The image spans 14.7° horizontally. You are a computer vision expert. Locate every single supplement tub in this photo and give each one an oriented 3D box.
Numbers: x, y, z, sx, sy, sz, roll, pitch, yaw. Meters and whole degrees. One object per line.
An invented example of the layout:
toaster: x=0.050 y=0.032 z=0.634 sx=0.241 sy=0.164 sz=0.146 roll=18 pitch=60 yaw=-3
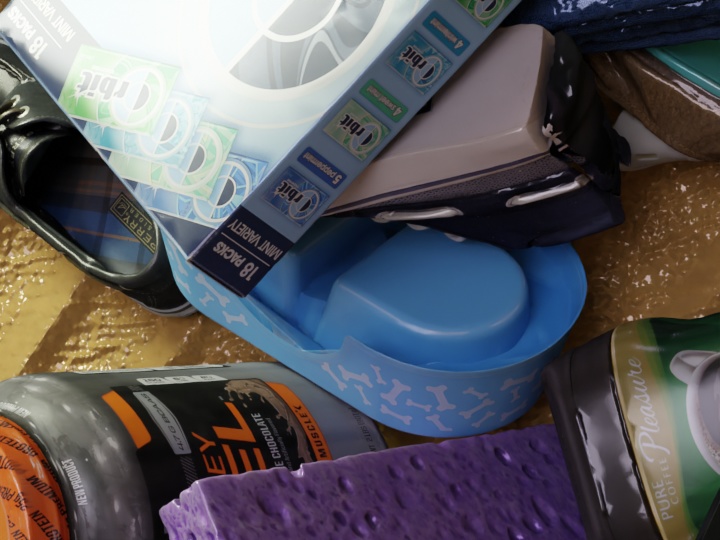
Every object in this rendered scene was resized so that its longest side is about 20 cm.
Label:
supplement tub: x=-0.089 y=0.100 z=1.107 sx=0.122 sy=0.200 sz=0.123 roll=2 pitch=92 yaw=41

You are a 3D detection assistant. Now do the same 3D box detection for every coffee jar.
coffee jar: x=0.173 y=0.051 z=1.071 sx=0.199 sy=0.085 sz=0.105 roll=-19 pitch=79 yaw=20

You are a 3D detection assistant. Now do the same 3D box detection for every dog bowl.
dog bowl: x=0.000 y=0.000 z=1.157 sx=0.200 sy=0.111 sz=0.050 roll=31 pitch=137 yaw=27

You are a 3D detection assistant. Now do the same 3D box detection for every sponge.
sponge: x=0.025 y=0.123 z=1.069 sx=0.030 sy=0.200 sz=0.112 roll=-42 pitch=64 yaw=42

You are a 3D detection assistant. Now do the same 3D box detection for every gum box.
gum box: x=-0.031 y=-0.117 z=1.093 sx=0.200 sy=0.045 sz=0.170 roll=-47 pitch=52 yaw=7

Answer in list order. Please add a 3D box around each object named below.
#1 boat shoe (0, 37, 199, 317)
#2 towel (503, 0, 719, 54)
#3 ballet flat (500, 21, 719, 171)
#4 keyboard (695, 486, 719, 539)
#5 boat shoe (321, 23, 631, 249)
boat shoe: x=-0.139 y=-0.051 z=1.255 sx=0.200 sy=0.057 sz=0.069 roll=38 pitch=96 yaw=27
towel: x=0.100 y=-0.187 z=1.096 sx=0.111 sy=0.049 sz=0.201 roll=-8 pitch=77 yaw=14
ballet flat: x=0.100 y=-0.087 z=1.143 sx=0.200 sy=0.068 sz=0.072 roll=34 pitch=121 yaw=11
keyboard: x=0.198 y=0.057 z=1.005 sx=0.104 sy=0.040 sz=0.201 roll=35 pitch=105 yaw=41
boat shoe: x=0.013 y=-0.038 z=1.120 sx=0.199 sy=0.093 sz=0.075 roll=-5 pitch=58 yaw=30
